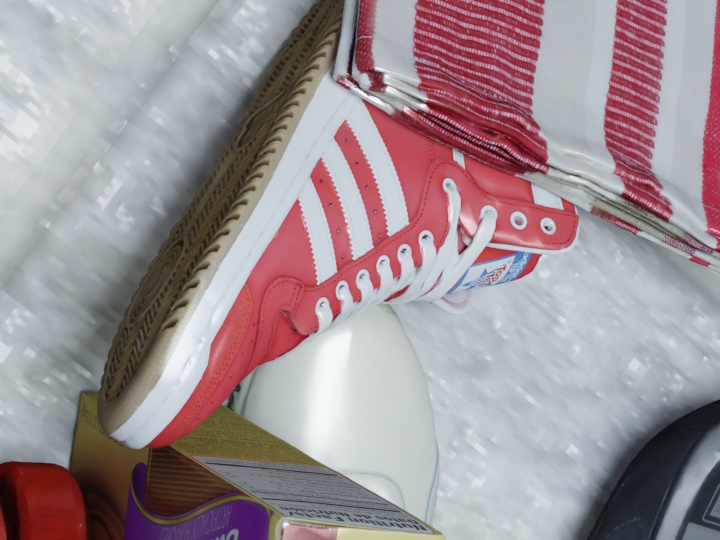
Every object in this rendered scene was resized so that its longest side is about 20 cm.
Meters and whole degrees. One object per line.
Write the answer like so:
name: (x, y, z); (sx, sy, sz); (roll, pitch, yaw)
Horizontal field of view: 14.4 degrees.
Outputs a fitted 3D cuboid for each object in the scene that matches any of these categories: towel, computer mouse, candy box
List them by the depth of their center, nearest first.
candy box: (-0.043, 0.114, 0.888); (0.056, 0.200, 0.117); (7, 96, -22)
towel: (0.086, -0.082, 0.967); (0.199, 0.023, 0.145); (24, 54, -23)
computer mouse: (0.103, 0.124, 1.028); (0.138, 0.053, 0.201); (26, 96, -37)

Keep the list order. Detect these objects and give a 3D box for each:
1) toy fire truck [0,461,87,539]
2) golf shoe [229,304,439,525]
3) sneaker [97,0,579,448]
toy fire truck: (-0.135, 0.137, 0.873); (0.112, 0.168, 0.201); (5, 96, -22)
golf shoe: (0.002, 0.106, 0.962); (0.078, 0.097, 0.201); (-2, 97, -19)
sneaker: (0.000, 0.000, 0.922); (0.112, 0.071, 0.200); (40, 55, -15)
